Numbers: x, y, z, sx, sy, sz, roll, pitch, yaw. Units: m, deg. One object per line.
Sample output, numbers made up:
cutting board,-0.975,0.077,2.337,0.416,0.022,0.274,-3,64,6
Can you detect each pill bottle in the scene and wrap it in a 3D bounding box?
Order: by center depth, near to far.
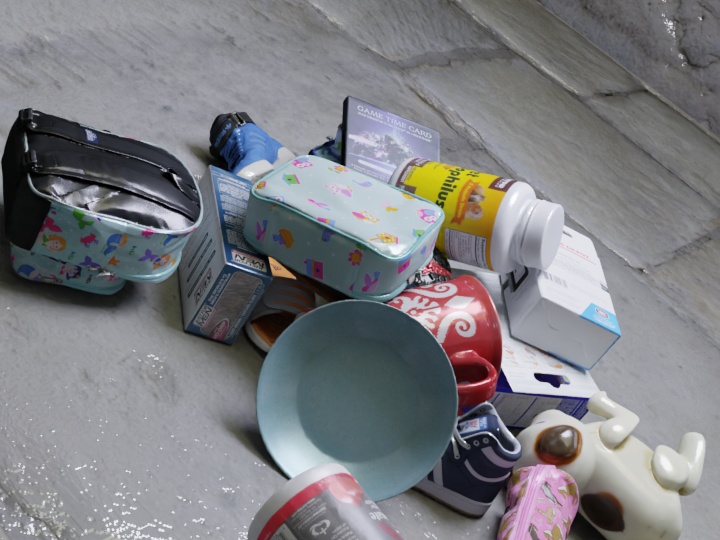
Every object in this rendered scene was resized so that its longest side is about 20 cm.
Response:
pill bottle,0.001,0.272,1.077,0.111,0.111,0.200,-5,45,-50
pill bottle,0.132,-0.062,1.477,0.200,0.109,0.109,15,20,24

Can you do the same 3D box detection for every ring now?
ring,-0.058,-0.007,1.513,0.200,0.019,0.200,38,8,-6

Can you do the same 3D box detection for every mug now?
mug,0.044,0.081,1.347,0.200,0.134,0.177,-7,0,-22

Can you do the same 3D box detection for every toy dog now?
toy dog,0.261,0.234,1.422,0.200,0.140,0.194,26,55,-11

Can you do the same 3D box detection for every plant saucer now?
plant saucer,-0.003,0.130,1.256,0.201,0.201,0.039,35,-2,6

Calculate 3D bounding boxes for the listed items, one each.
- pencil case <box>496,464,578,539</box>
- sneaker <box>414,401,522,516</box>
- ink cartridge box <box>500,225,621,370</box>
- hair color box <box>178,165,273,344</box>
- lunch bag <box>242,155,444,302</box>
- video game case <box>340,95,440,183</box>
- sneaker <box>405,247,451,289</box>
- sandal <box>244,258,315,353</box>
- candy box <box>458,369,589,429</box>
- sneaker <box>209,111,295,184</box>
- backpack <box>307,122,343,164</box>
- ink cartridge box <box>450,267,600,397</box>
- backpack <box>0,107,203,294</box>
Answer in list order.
pencil case,0.171,0.275,1.276,0.083,0.087,0.200,39,27,0
sneaker,0.074,0.176,1.317,0.200,0.109,0.070,26,28,-15
ink cartridge box,0.237,0.018,1.536,0.116,0.068,0.200,26,31,-17
hair color box,-0.158,-0.021,1.415,0.060,0.100,0.200,20,29,-25
lunch bag,-0.014,-0.048,1.372,0.200,0.077,0.160,25,31,15
video game case,0.040,-0.121,1.603,0.143,0.019,0.200,19,51,-23
sneaker,0.000,0.000,1.469,0.200,0.096,0.079,23,50,2
sandal,-0.091,0.025,1.452,0.079,0.059,0.207,20,29,-22
candy box,0.173,0.115,1.564,0.200,0.077,0.169,11,35,-38
sneaker,-0.163,-0.151,1.652,0.111,0.077,0.200,39,23,1
backpack,0.019,-0.120,1.722,0.183,0.147,0.200,37,23,3
ink cartridge box,0.180,0.085,1.497,0.160,0.047,0.200,9,40,-39
backpack,-0.271,-0.067,1.316,0.200,0.151,0.178,8,37,-26
